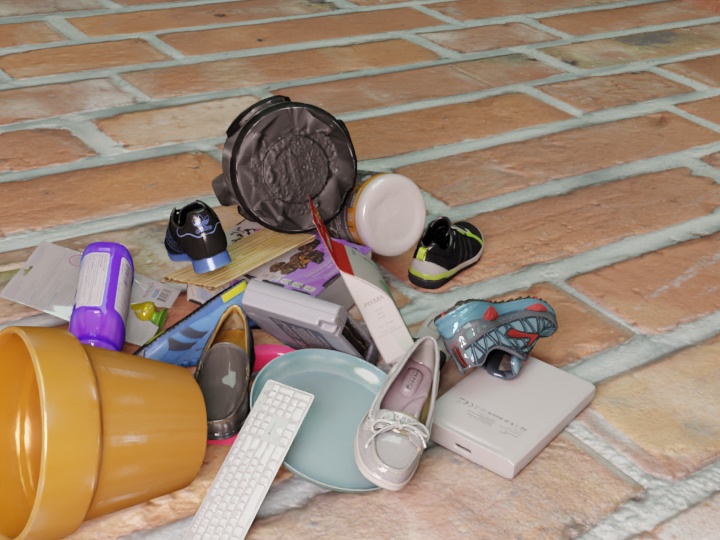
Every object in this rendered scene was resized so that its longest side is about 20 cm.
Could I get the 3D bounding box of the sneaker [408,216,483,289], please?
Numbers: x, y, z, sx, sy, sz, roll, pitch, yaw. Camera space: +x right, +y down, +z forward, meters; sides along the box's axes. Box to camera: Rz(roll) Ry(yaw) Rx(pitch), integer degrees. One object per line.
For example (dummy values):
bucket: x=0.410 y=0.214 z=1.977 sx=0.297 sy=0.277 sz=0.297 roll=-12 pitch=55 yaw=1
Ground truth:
sneaker: x=0.133 y=-0.043 z=1.568 sx=0.071 sy=0.084 sz=0.200 roll=16 pitch=30 yaw=20

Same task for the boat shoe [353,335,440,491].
boat shoe: x=0.046 y=0.150 z=1.150 sx=0.074 sy=0.065 sz=0.202 roll=25 pitch=37 yaw=3

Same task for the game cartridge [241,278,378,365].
game cartridge: x=-0.062 y=0.065 z=1.258 sx=0.132 sy=0.042 sz=0.200 roll=20 pitch=-13 yaw=20

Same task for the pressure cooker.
pressure cooker: x=-0.105 y=-0.143 z=1.462 sx=0.174 sy=0.181 sz=0.200 roll=18 pitch=5 yaw=-14

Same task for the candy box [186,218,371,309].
candy box: x=-0.110 y=0.005 z=1.455 sx=0.198 sy=0.072 sz=0.168 roll=16 pitch=30 yaw=22

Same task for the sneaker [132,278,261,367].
sneaker: x=-0.197 y=0.091 z=1.293 sx=0.199 sy=0.079 sz=0.066 roll=-34 pitch=8 yaw=-26

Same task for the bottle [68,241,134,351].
bottle: x=-0.311 y=0.062 z=1.271 sx=0.064 sy=0.084 sz=0.202 roll=2 pitch=51 yaw=-4

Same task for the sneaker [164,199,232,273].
sneaker: x=-0.213 y=-0.052 z=1.361 sx=0.069 sy=0.079 sz=0.200 roll=-21 pitch=16 yaw=-19

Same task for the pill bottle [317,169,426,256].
pill bottle: x=-0.001 y=-0.089 z=1.561 sx=0.115 sy=0.118 sz=0.199 roll=-13 pitch=14 yaw=-29

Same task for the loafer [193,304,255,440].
loafer: x=-0.154 y=0.111 z=1.179 sx=0.072 sy=0.073 sz=0.201 roll=1 pitch=27 yaw=-4

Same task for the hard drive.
hard drive: x=0.173 y=0.161 z=1.256 sx=0.131 sy=0.027 sz=0.199 roll=23 pitch=33 yaw=30

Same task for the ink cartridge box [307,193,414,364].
ink cartridge box: x=0.000 y=0.000 z=1.323 sx=0.050 sy=0.202 sz=0.161 roll=-24 pitch=16 yaw=1

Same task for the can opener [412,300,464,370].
can opener: x=0.085 y=0.096 z=1.312 sx=0.053 sy=0.067 sz=0.200 roll=31 pitch=34 yaw=7

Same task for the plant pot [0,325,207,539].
plant pot: x=-0.257 y=0.157 z=1.047 sx=0.182 sy=0.202 sz=0.200 roll=3 pitch=24 yaw=-36

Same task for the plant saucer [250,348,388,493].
plant saucer: x=-0.027 y=0.166 z=1.168 sx=0.198 sy=0.028 sz=0.201 roll=15 pitch=37 yaw=-11

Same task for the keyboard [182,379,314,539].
keyboard: x=-0.111 y=0.199 z=1.073 sx=0.056 sy=0.011 sz=0.201 roll=13 pitch=55 yaw=21

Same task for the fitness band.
fitness band: x=-0.121 y=0.144 z=1.234 sx=0.143 sy=0.038 sz=0.199 roll=22 pitch=32 yaw=30

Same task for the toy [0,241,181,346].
toy: x=-0.344 y=0.041 z=1.374 sx=0.198 sy=0.048 sz=0.116 roll=16 pitch=40 yaw=6

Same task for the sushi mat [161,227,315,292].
sushi mat: x=-0.155 y=-0.016 z=1.382 sx=0.095 sy=0.012 sz=0.199 roll=11 pitch=27 yaw=35

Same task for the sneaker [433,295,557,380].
sneaker: x=0.171 y=0.090 z=1.305 sx=0.198 sy=0.079 sz=0.097 roll=-1 pitch=67 yaw=-40
